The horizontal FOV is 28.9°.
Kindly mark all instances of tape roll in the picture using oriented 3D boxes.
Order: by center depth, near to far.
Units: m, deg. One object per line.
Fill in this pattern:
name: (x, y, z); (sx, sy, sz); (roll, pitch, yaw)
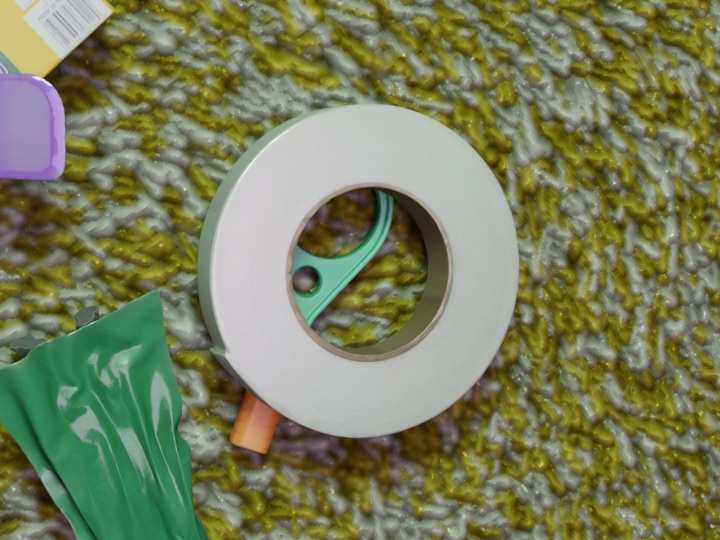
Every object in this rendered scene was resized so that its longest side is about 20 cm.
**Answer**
tape roll: (0.000, 0.000, 0.847); (0.202, 0.037, 0.204); (-2, 95, -20)

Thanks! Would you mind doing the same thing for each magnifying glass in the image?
magnifying glass: (-0.037, 0.014, 0.863); (0.079, 0.022, 0.201); (20, 89, -19)

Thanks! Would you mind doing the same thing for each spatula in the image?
spatula: (-0.255, -0.076, 0.721); (0.199, 0.021, 0.057); (0, 97, -17)

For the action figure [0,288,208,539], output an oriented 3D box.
action figure: (-0.140, 0.123, 0.821); (0.118, 0.055, 0.201); (-24, 108, -16)

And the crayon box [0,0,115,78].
crayon box: (-0.247, -0.118, 0.763); (0.200, 0.058, 0.119); (-46, 106, -9)
